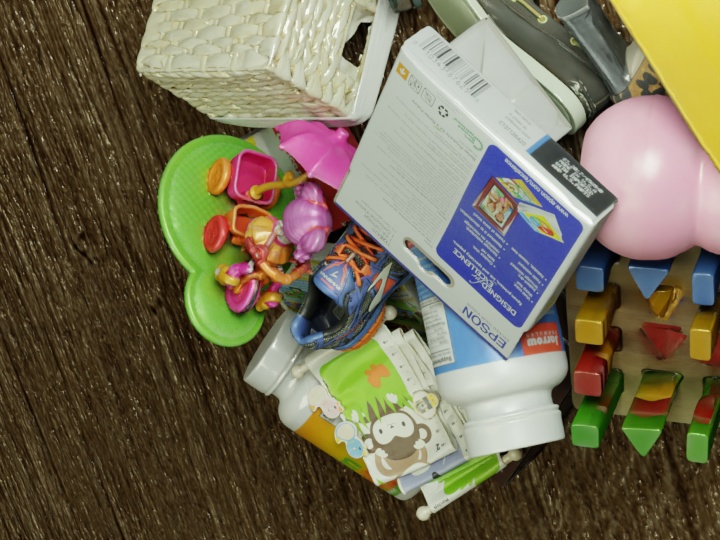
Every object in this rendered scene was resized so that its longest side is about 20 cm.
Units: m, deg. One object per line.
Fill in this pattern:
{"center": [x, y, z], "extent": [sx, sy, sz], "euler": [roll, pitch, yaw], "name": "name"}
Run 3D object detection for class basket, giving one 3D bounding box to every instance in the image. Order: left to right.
{"center": [-0.083, -0.208, 1.580], "extent": [0.199, 0.136, 0.123], "euler": [5, 166, 44], "name": "basket"}

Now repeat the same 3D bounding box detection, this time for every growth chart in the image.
{"center": [0.037, 0.133, 1.668], "extent": [0.145, 0.018, 0.200], "euler": [-43, 84, 25], "name": "growth chart"}

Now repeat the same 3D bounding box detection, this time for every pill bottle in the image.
{"center": [-0.010, 0.126, 1.765], "extent": [0.200, 0.111, 0.111], "euler": [34, 143, -7], "name": "pill bottle"}
{"center": [0.110, 0.049, 1.505], "extent": [0.112, 0.112, 0.201], "euler": [-20, 80, 52], "name": "pill bottle"}

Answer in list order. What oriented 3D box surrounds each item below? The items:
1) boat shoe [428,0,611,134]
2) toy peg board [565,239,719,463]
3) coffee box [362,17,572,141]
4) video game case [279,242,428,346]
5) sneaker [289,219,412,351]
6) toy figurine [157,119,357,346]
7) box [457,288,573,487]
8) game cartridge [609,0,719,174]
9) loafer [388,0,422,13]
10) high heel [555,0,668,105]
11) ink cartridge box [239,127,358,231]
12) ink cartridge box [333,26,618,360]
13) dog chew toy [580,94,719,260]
{"center": [0.125, -0.196, 1.463], "extent": [0.201, 0.061, 0.072], "euler": [47, 167, 17], "name": "boat shoe"}
{"center": [0.252, 0.059, 1.437], "extent": [0.199, 0.098, 0.200], "euler": [5, 124, 20], "name": "toy peg board"}
{"center": [0.083, -0.118, 1.494], "extent": [0.113, 0.080, 0.200], "euler": [52, 165, -1], "name": "coffee box"}
{"center": [-0.004, 0.033, 1.743], "extent": [0.199, 0.023, 0.182], "euler": [10, 149, 38], "name": "video game case"}
{"center": [0.000, 0.000, 1.588], "extent": [0.075, 0.078, 0.200], "euler": [41, 125, 25], "name": "sneaker"}
{"center": [-0.070, -0.049, 1.569], "extent": [0.184, 0.150, 0.201], "euler": [-24, 57, 52], "name": "toy figurine"}
{"center": [0.148, 0.093, 1.640], "extent": [0.100, 0.075, 0.200], "euler": [42, 139, 14], "name": "box"}
{"center": [0.285, -0.175, 1.254], "extent": [0.176, 0.032, 0.200], "euler": [-31, 96, 16], "name": "game cartridge"}
{"center": [-0.011, -0.302, 1.507], "extent": [0.072, 0.063, 0.201], "euler": [-70, -44, -81], "name": "loafer"}
{"center": [0.263, -0.178, 1.351], "extent": [0.199, 0.072, 0.143], "euler": [-14, 136, 34], "name": "high heel"}
{"center": [-0.056, -0.092, 1.730], "extent": [0.200, 0.067, 0.116], "euler": [-20, 103, 52], "name": "ink cartridge box"}
{"center": [0.084, -0.055, 1.392], "extent": [0.198, 0.047, 0.200], "euler": [43, 148, 12], "name": "ink cartridge box"}
{"center": [0.265, -0.065, 1.351], "extent": [0.199, 0.125, 0.125], "euler": [6, 127, 12], "name": "dog chew toy"}
